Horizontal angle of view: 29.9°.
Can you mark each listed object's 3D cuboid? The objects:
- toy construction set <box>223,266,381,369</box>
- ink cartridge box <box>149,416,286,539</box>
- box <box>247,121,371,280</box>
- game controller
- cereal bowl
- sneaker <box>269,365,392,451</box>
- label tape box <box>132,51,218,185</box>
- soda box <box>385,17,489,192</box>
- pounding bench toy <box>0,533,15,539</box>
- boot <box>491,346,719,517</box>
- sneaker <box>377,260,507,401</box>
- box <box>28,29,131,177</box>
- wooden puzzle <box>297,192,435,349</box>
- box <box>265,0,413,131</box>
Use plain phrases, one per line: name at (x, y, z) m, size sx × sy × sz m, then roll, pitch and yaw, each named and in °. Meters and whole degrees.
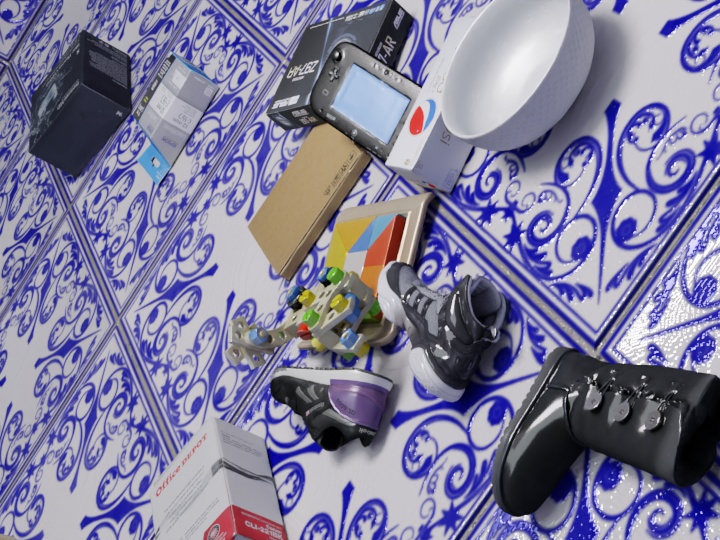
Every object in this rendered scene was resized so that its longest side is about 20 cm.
toy construction set at (-0.058, 0.061, 1.544) m, size 0.199 × 0.092 × 0.132 m, roll -15°, pitch 39°, yaw 35°
ink cartridge box at (-0.171, 0.296, 1.590) m, size 0.144 × 0.083 × 0.201 m, roll -50°, pitch 33°, yaw 21°
box at (-0.073, -0.105, 1.831) m, size 0.201 × 0.021 × 0.164 m, roll -56°, pitch 31°, yaw 11°
game controller at (0.017, -0.209, 1.699) m, size 0.200 × 0.042 × 0.105 m, roll 37°, pitch 97°, yaw 36°
cereal bowl at (0.182, -0.216, 1.474) m, size 0.200 × 0.083 × 0.201 m, roll -36°, pitch 39°, yaw 36°
sneaker at (-0.049, 0.159, 1.532) m, size 0.199 × 0.075 × 0.088 m, roll -7°, pitch 65°, yaw 54°
label tape box at (-0.337, -0.264, 2.321) m, size 0.201 × 0.066 × 0.143 m, roll -56°, pitch 31°, yaw 7°
soda box at (0.109, -0.196, 1.588) m, size 0.068 × 0.063 × 0.201 m, roll 18°, pitch 80°, yaw 60°
pounding bench toy at (-0.563, 0.503, 1.976) m, size 0.156 × 0.124 × 0.201 m, roll -45°, pitch 34°, yaw 27°
boot at (0.213, 0.154, 1.153) m, size 0.199 × 0.065 × 0.166 m, roll 12°, pitch 78°, yaw 54°
sneaker at (0.091, 0.037, 1.420) m, size 0.114 × 0.075 × 0.201 m, roll -47°, pitch 39°, yaw 21°
box at (-0.552, -0.329, 2.649) m, size 0.197 × 0.117 × 0.201 m, roll -45°, pitch 35°, yaw 26°
wooden puzzle at (0.000, 0.000, 1.620) m, size 0.185 × 0.037 × 0.201 m, roll -7°, pitch 59°, yaw 55°
box at (-0.032, -0.282, 1.866) m, size 0.199 × 0.043 × 0.161 m, roll -4°, pitch 57°, yaw 52°
